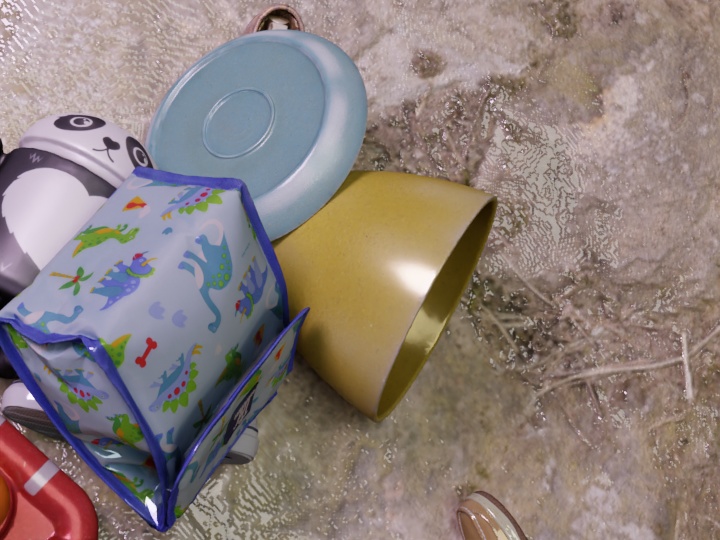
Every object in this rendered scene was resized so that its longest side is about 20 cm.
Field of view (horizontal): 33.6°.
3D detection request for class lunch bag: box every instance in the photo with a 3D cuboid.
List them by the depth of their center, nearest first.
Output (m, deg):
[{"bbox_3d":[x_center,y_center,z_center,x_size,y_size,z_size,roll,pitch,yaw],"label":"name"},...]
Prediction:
[{"bbox_3d":[-0.127,0.058,0.825,0.170,0.127,0.200,-52,139,-35],"label":"lunch bag"}]

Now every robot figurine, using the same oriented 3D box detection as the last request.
[{"bbox_3d":[-0.226,-0.021,0.877,0.200,0.125,0.150,-63,147,-23],"label":"robot figurine"}]

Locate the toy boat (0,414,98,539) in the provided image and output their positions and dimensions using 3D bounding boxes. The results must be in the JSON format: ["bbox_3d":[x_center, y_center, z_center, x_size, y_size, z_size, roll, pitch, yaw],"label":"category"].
[{"bbox_3d":[-0.270,0.157,0.810,0.200,0.131,0.131,44,64,-7],"label":"toy boat"}]

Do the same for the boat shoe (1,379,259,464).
[{"bbox_3d":[-0.170,0.099,0.907,0.200,0.074,0.067,18,62,-30],"label":"boat shoe"}]

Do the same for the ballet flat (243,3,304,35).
[{"bbox_3d":[-0.084,-0.135,0.999,0.068,0.067,0.200,11,73,-19],"label":"ballet flat"}]

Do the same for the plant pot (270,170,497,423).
[{"bbox_3d":[0.000,0.000,0.948,0.142,0.200,0.200,27,66,11],"label":"plant pot"}]

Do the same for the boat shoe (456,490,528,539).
[{"bbox_3d":[0.120,0.282,0.977,0.076,0.072,0.200,-26,87,-14],"label":"boat shoe"}]

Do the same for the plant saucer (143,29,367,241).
[{"bbox_3d":[-0.091,-0.111,0.937,0.027,0.200,0.200,46,54,-54],"label":"plant saucer"}]
